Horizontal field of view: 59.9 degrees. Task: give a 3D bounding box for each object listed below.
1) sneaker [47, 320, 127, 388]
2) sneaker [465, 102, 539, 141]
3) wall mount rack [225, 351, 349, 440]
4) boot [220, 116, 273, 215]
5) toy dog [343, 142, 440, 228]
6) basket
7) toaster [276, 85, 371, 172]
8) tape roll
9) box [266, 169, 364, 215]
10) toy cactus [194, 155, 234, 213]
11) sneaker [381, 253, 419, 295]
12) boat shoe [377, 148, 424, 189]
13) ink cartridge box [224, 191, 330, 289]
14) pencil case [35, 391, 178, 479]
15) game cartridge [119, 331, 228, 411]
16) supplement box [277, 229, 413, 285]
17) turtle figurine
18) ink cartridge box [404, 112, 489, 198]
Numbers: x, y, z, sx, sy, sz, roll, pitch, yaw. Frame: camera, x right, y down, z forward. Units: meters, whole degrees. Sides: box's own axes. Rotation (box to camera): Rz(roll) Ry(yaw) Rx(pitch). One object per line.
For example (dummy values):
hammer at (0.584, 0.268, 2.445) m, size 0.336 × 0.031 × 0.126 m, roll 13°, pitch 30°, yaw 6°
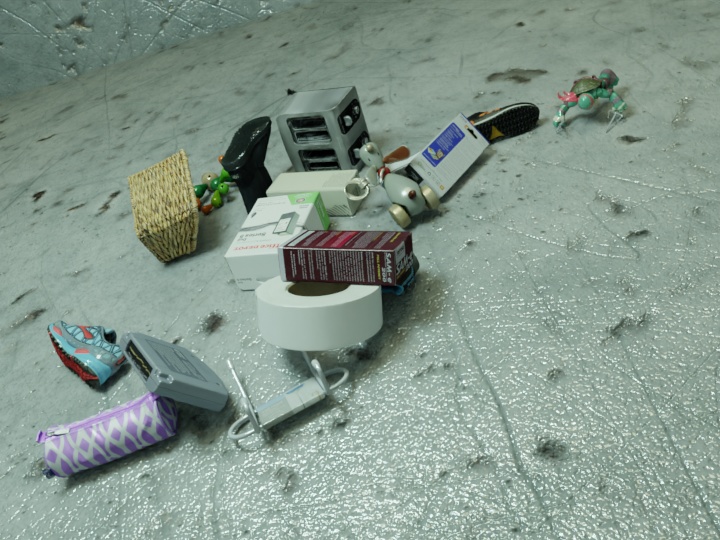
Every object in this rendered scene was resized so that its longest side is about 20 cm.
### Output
sneaker at (-0.495, 0.141, 1.146) m, size 0.199 × 0.080 × 0.095 m, roll 27°, pitch 45°, yaw 34°
sneaker at (0.297, -0.338, 1.400) m, size 0.198 × 0.070 × 0.090 m, roll -20°, pitch 39°, yaw 1°
wall mount rack at (-0.124, 0.163, 0.941) m, size 0.198 × 0.075 × 0.174 m, roll -27°, pitch 18°, yaw -12°
boot at (-0.230, -0.226, 1.405) m, size 0.075 × 0.169 × 0.201 m, roll -2°, pitch 44°, yaw 21°
toy dog at (0.063, -0.176, 1.215) m, size 0.199 × 0.096 × 0.133 m, roll 31°, pitch 77°, yaw 14°
basket at (-0.404, -0.134, 1.373) m, size 0.148 × 0.143 × 0.201 m, roll -25°, pitch 54°, yaw 2°
toaster at (-0.088, -0.324, 1.460) m, size 0.198 × 0.182 × 0.119 m, roll 3°, pitch 42°, yaw 26°
tape roll at (-0.065, 0.057, 0.991) m, size 0.199 × 0.072 × 0.203 m, roll -4°, pitch 17°, yaw 1°
box at (-0.098, -0.167, 1.358) m, size 0.198 × 0.069 × 0.083 m, roll 2°, pitch 40°, yaw 27°
toy cactus at (-0.367, -0.219, 1.539) m, size 0.199 × 0.103 × 0.165 m, roll -40°, pitch 30°, yaw -11°
sneaker at (0.000, 0.000, 1.094) m, size 0.198 × 0.074 × 0.082 m, roll 0°, pitch 41°, yaw 25°
boat shoe at (0.130, -0.210, 1.319) m, size 0.198 × 0.070 × 0.067 m, roll -24°, pitch 64°, yaw -27°
ink cartridge box at (-0.159, -0.061, 1.234) m, size 0.144 × 0.085 × 0.201 m, roll -4°, pitch 39°, yaw 19°
pencil case at (-0.377, 0.240, 0.943) m, size 0.198 × 0.086 × 0.084 m, roll -21°, pitch 31°, yaw -4°
game cartridge at (-0.287, 0.156, 0.972) m, size 0.199 × 0.132 × 0.041 m, roll 25°, pitch 92°, yaw 53°
supplement box at (-0.022, -0.024, 1.017) m, size 0.197 × 0.062 × 0.109 m, roll 2°, pitch 19°, yaw 21°
turtle figurine at (0.491, -0.367, 1.336) m, size 0.148 × 0.102 × 0.200 m, roll 3°, pitch 36°, yaw 27°
ink cartridge box at (0.183, -0.238, 1.299) m, size 0.200 × 0.095 × 0.037 m, roll -47°, pitch 4°, yaw -28°
